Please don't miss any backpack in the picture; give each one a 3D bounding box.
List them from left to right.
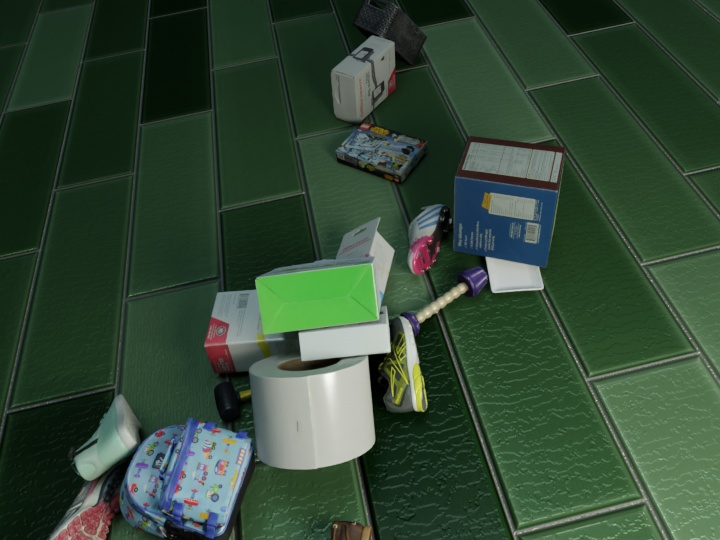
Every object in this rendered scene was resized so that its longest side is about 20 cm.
[{"bbox_3d":[-0.279,0.326,1.041,0.194,0.136,0.186,17,51,4],"label":"backpack"}]

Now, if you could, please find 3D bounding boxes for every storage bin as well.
[{"bbox_3d":[0.085,-0.687,1.891,0.134,0.198,0.095,37,101,34],"label":"storage bin"}]

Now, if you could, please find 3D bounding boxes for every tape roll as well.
[{"bbox_3d":[-0.078,0.217,1.069,0.196,0.144,0.203,-5,6,1],"label":"tape roll"}]

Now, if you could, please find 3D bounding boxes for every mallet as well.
[{"bbox_3d":[-0.171,0.224,1.214,0.194,0.042,0.067,-12,45,-8],"label":"mallet"}]

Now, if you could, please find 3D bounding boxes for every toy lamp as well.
[{"bbox_3d":[0.169,0.056,1.303,0.197,0.059,0.058,-30,50,-18],"label":"toy lamp"}]

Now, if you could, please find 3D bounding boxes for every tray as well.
[{"bbox_3d":[0.314,-0.028,1.382,0.104,0.023,0.204,-5,47,5],"label":"tray"}]

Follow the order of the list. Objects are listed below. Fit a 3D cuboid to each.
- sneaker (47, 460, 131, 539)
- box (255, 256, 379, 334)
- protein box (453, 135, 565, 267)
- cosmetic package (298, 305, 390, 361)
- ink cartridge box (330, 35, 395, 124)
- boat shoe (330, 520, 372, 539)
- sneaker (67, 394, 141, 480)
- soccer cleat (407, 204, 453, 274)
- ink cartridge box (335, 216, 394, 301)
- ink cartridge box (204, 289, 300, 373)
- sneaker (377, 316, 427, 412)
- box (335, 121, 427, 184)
[{"bbox_3d":[-0.441,0.396,1.068,0.073,0.083,0.201,-2,31,28],"label":"sneaker"},{"bbox_3d":[-0.066,0.036,1.138,0.193,0.100,0.177,-7,4,3],"label":"box"},{"bbox_3d":[0.297,-0.139,1.333,0.194,0.202,0.137,11,49,18],"label":"protein box"},{"bbox_3d":[-0.023,0.106,1.151,0.146,0.053,0.200,-8,5,2],"label":"cosmetic package"},{"bbox_3d":[0.011,-0.516,1.788,0.082,0.148,0.201,24,54,24],"label":"ink cartridge box"},{"bbox_3d":[-0.032,0.462,0.951,0.068,0.072,0.203,8,40,6],"label":"boat shoe"},{"bbox_3d":[-0.440,0.284,1.125,0.117,0.075,0.200,-34,14,-13],"label":"sneaker"},{"bbox_3d":[0.132,-0.066,1.422,0.084,0.071,0.202,4,44,33],"label":"soccer cleat"},{"bbox_3d":[0.000,0.000,1.336,0.113,0.068,0.204,-23,36,38],"label":"ink cartridge box"},{"bbox_3d":[-0.187,0.113,1.273,0.193,0.085,0.147,-4,39,5],"label":"ink cartridge box"},{"bbox_3d":[0.067,0.168,1.201,0.082,0.076,0.203,-12,44,4],"label":"sneaker"},{"bbox_3d":[0.053,-0.298,1.656,0.196,0.041,0.138,23,56,26],"label":"box"}]
